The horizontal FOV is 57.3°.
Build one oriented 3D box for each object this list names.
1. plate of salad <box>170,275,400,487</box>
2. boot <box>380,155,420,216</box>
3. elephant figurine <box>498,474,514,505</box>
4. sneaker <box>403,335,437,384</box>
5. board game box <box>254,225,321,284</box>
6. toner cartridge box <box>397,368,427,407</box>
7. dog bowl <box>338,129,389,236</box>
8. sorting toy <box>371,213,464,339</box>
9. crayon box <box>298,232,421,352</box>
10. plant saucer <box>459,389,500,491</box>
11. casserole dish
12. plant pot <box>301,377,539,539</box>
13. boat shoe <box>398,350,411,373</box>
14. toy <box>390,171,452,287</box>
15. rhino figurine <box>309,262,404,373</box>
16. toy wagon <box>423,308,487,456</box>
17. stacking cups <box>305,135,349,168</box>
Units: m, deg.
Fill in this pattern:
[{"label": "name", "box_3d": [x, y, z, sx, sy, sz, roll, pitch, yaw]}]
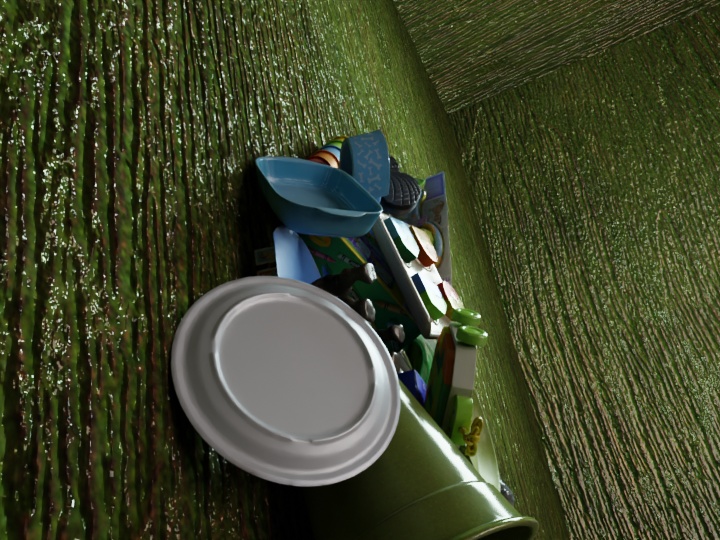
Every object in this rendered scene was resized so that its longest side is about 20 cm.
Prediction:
[{"label": "plate of salad", "box_3d": [-0.060, 0.089, 0.555, 0.200, 0.048, 0.200, 17, 43, -17]}, {"label": "boot", "box_3d": [0.035, -0.091, 1.016, 0.200, 0.070, 0.132, -104, -156, -61]}, {"label": "elephant figurine", "box_3d": [0.166, 0.387, 0.985, 0.141, 0.155, 0.200, 20, -49, 53]}, {"label": "sneaker", "box_3d": [0.081, 0.179, 0.984, 0.083, 0.074, 0.200, 0, 89, -42]}, {"label": "board game box", "box_3d": [-0.072, 0.054, 0.706, 0.158, 0.039, 0.200, 51, 27, -64]}, {"label": "toner cartridge box", "box_3d": [0.068, 0.210, 0.875, 0.043, 0.095, 0.200, -94, 158, -43]}, {"label": "dog bowl", "box_3d": [-0.002, -0.100, 0.931, 0.112, 0.049, 0.200, -110, -158, -52]}, {"label": "sorting toy", "box_3d": [0.083, 0.005, 0.865, 0.185, 0.036, 0.200, 65, 17, 18]}, {"label": "crayon box", "box_3d": [0.000, 0.000, 0.846, 0.200, 0.058, 0.119, 48, 17, -8]}, {"label": "plant saucer", "box_3d": [0.140, 0.210, 0.886, 0.200, 0.031, 0.200, 58, 20, -35]}, {"label": "casserole dish", "box_3d": [-0.054, -0.083, 0.749, 0.200, 0.121, 0.039, -129, -132, -57]}, {"label": "plant pot", "box_3d": [0.023, 0.198, 0.599, 0.190, 0.200, 0.200, 58, 7, 34]}, {"label": "boat shoe", "box_3d": [0.039, 0.140, 0.900, 0.202, 0.072, 0.060, 58, 25, -27]}, {"label": "toy", "box_3d": [0.080, -0.050, 1.022, 0.047, 0.115, 0.200, 17, 66, -42]}, {"label": "rhino figurine", "box_3d": [0.001, 0.082, 0.694, 0.200, 0.087, 0.060, 65, 32, -32]}, {"label": "toy wagon", "box_3d": [0.099, 0.132, 0.708, 0.200, 0.039, 0.155, -70, 171, -78]}, {"label": "stacking cups", "box_3d": [-0.052, -0.162, 0.986, 0.061, 0.060, 0.200, 67, 19, -11]}]
